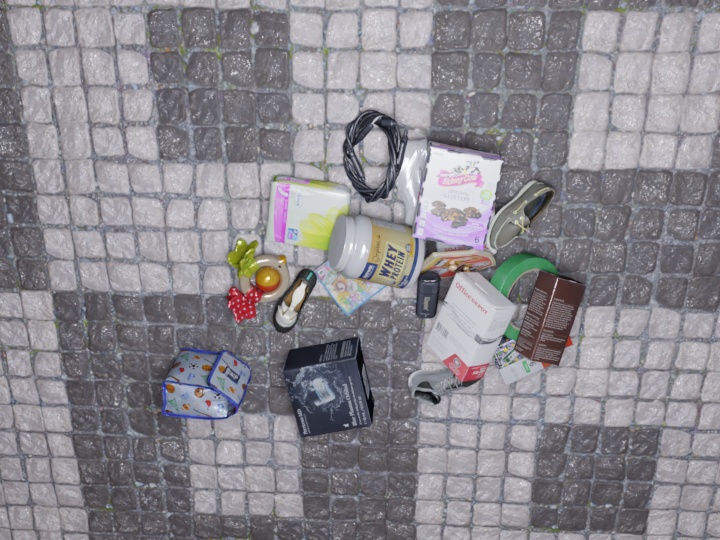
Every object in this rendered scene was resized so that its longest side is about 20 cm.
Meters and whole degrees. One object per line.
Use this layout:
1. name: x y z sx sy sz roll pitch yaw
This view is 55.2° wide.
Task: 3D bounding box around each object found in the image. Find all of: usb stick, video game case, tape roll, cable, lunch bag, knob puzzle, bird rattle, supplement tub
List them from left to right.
1. lunch bag: -0.387 0.289 1.756 0.193 0.171 0.127 9 116 2
2. bird rattle: -0.252 0.030 1.694 0.158 0.113 0.206 -4 114 -12
3. video game case: 0.000 0.000 1.706 0.198 0.018 0.144 -36 103 15
4. cable: 0.024 -0.255 1.568 0.160 0.050 0.206 22 111 25
5. supplement tub: 0.035 -0.045 1.582 0.194 0.145 0.148 11 112 -20
6. usb stick: 0.161 0.062 1.649 0.054 0.033 0.202 -4 151 0
7. knob puzzle: 0.230 -0.004 1.612 0.213 0.220 0.031 -11 74 7
8. tape roll: 0.389 0.064 1.640 0.195 0.048 0.207 -9 110 -26

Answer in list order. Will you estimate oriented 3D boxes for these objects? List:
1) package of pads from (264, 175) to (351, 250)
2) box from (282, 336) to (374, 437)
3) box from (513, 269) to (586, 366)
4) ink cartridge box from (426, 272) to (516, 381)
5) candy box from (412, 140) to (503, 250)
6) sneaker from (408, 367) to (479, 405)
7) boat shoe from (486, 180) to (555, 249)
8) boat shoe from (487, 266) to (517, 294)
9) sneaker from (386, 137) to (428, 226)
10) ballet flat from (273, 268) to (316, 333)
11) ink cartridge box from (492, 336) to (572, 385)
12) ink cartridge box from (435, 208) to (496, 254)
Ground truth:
1. package of pads: -0.123 -0.138 1.638 0.193 0.069 0.159 9 112 -1
2. box: -0.078 0.300 1.768 0.194 0.118 0.202 -11 109 9
3. box: 0.443 0.111 1.615 0.098 0.075 0.206 12 101 -30
4. ink cartridge box: 0.253 0.127 1.590 0.081 0.147 0.204 -1 124 -38
5. candy box: 0.210 -0.165 1.515 0.162 0.072 0.206 10 110 1
6. sneaker: 0.218 0.298 1.748 0.194 0.116 0.077 -12 110 8
7. boat shoe: 0.365 -0.123 1.569 0.202 0.060 0.073 -47 126 -13
8. boat shoe: 0.319 0.080 1.675 0.074 0.093 0.202 32 109 -8
9. sneaker: 0.108 -0.207 1.603 0.096 0.078 0.207 6 103 10
10. ballet flat: -0.173 0.084 1.712 0.067 0.069 0.203 27 114 -2
11. ink cartridge box: 0.430 0.195 1.731 0.196 0.051 0.111 -26 106 13
12. ink cartridge box: 0.240 -0.138 1.606 0.140 0.085 0.206 -5 108 6
